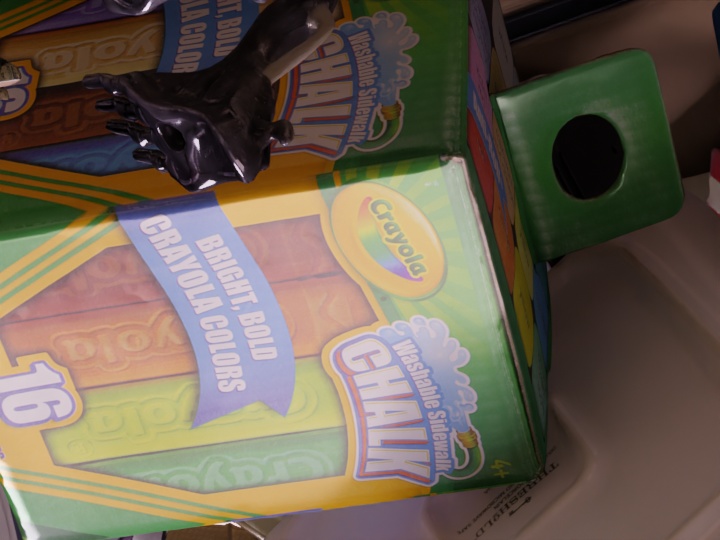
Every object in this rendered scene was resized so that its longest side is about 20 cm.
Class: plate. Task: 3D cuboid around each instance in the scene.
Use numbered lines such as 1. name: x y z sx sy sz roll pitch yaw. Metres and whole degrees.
1. plate: 0.050 0.070 0.787 0.200 0.200 0.032 -44 118 4

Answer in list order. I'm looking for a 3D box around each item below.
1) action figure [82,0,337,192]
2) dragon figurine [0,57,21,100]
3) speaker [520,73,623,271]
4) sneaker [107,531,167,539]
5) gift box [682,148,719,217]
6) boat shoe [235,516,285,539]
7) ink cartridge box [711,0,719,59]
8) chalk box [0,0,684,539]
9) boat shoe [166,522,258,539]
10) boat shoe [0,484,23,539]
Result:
1. action figure: 0.018 -0.110 0.614 0.200 0.102 0.119 -39 137 -20
2. dragon figurine: -0.119 -0.092 0.690 0.059 0.100 0.200 -3 180 -11
3. speaker: 0.000 0.000 0.957 0.200 0.081 0.081 -21 155 37
4. sneaker: -0.170 0.100 0.962 0.200 0.074 0.088 -27 150 10
5. gift box: 0.176 0.033 0.962 0.184 0.200 0.187 -2 177 -20
6. boat shoe: -0.066 0.018 0.917 0.066 0.201 0.072 -53 174 8
7. ink cartridge box: 0.198 -0.003 0.813 0.146 0.200 0.084 0 160 -18
8. chalk box: -0.011 -0.015 0.781 0.200 0.124 0.125 -9 129 11
9. boat shoe: 0.008 0.088 1.073 0.200 0.065 0.073 4 153 8
10. boat shoe: -0.133 0.023 0.849 0.072 0.062 0.200 9 123 23
